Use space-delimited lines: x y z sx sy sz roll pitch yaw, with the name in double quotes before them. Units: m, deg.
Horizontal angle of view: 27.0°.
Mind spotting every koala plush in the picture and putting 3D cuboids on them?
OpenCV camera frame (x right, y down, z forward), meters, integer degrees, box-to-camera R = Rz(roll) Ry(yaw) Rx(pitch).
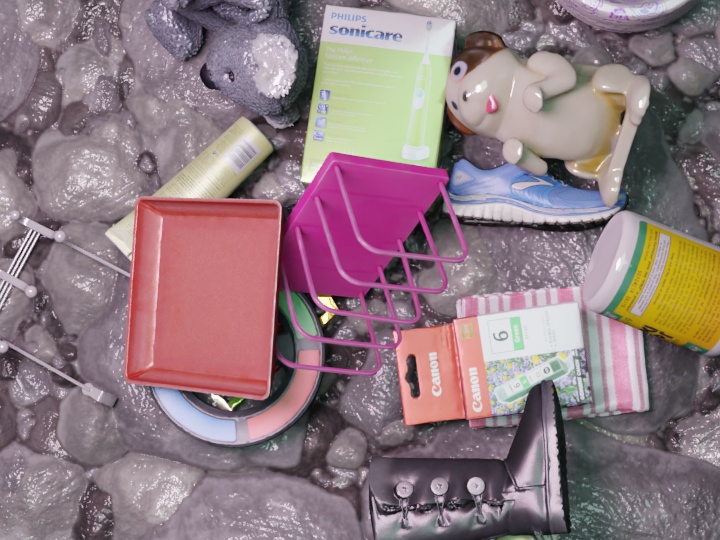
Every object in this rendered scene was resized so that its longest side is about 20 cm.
"koala plush" -0.119 -0.256 1.621 0.183 0.177 0.201 -24 78 -9

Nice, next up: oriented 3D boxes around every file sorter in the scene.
"file sorter" 0.000 0.000 1.524 0.138 0.200 0.126 7 48 -30

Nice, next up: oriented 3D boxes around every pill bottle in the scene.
"pill bottle" 0.344 0.023 1.567 0.199 0.113 0.113 21 85 -6

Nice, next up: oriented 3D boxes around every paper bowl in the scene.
"paper bowl" 0.292 -0.358 1.629 0.200 0.104 0.202 0 83 4

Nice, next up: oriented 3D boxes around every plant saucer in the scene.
"plant saucer" -0.156 0.026 1.556 0.199 0.037 0.201 3 89 36

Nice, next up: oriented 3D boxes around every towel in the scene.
"towel" 0.208 0.090 1.618 0.199 0.030 0.147 -6 83 4

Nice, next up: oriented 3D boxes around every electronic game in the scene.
"electronic game" -0.136 0.090 1.618 0.199 0.042 0.201 -1 83 5

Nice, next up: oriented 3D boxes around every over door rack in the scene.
"over door rack" -0.331 0.038 1.648 0.199 0.067 0.148 27 86 7

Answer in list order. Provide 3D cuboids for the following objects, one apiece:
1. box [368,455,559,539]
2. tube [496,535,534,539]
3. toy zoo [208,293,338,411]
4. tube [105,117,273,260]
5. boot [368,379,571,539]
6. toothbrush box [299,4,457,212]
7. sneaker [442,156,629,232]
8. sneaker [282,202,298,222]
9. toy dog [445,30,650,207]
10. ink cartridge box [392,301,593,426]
"box" 0.112 0.248 1.580 0.199 0.082 0.069 10 85 7
"tube" 0.132 0.350 1.538 0.058 0.052 0.201 25 114 -7
"toy zoo" -0.115 0.044 1.653 0.200 0.020 0.131 -42 82 -1
"tube" -0.184 -0.084 1.646 0.200 0.058 0.052 -45 127 -7
"boot" 0.107 0.197 1.521 0.199 0.066 0.166 -7 60 15
"toothbrush box" 0.022 -0.176 1.637 0.145 0.086 0.201 7 84 6
"sneaker" 0.191 -0.090 1.618 0.199 0.079 0.090 5 86 5
"sneaker" -0.062 -0.051 1.613 0.199 0.078 0.070 -1 53 -8
"toy dog" 0.188 -0.182 1.567 0.199 0.194 0.140 14 128 -2
"ink cartridge box" 0.138 0.100 1.583 0.199 0.050 0.110 -8 85 2
